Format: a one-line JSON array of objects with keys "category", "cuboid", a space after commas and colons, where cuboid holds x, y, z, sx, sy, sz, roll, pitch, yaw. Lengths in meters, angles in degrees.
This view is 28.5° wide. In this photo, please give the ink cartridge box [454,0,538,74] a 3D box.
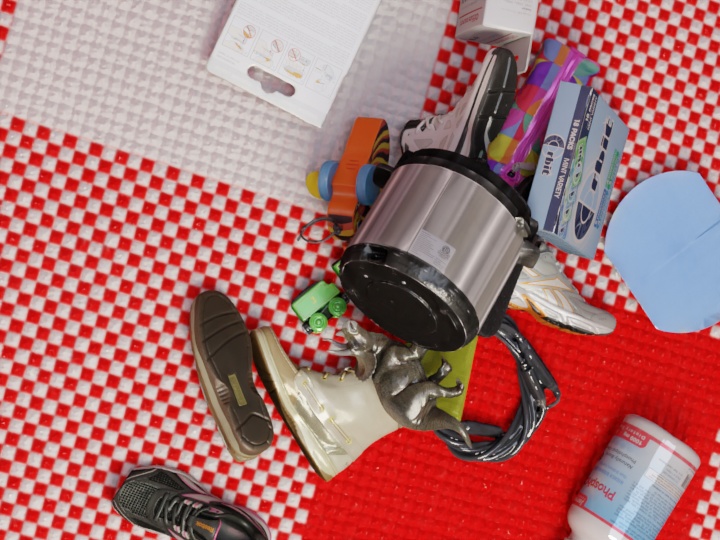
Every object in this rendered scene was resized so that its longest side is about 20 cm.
[{"category": "ink cartridge box", "cuboid": [0.167, -0.336, 1.688, 0.066, 0.116, 0.203, 9, 89, -13]}]

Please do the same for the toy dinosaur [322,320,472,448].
[{"category": "toy dinosaur", "cuboid": [0.056, 0.130, 1.625, 0.102, 0.077, 0.201, -37, 83, 3]}]

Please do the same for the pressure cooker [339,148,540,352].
[{"category": "pressure cooker", "cuboid": [0.092, -0.034, 1.554, 0.176, 0.177, 0.201, 47, 61, -32]}]

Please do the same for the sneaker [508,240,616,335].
[{"category": "sneaker", "cuboid": [0.233, 0.017, 1.740, 0.198, 0.076, 0.093, 22, 83, -14]}]

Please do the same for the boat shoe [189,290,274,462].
[{"category": "boat shoe", "cuboid": [-0.163, 0.126, 1.652, 0.071, 0.076, 0.202, -5, 71, -31]}]

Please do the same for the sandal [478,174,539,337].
[{"category": "sandal", "cuboid": [0.164, -0.022, 1.669, 0.075, 0.045, 0.202, 20, 92, -49]}]

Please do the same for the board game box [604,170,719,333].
[{"category": "board game box", "cuboid": [0.397, -0.022, 1.794, 0.157, 0.039, 0.201, -36, 94, -4]}]

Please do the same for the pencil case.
[{"category": "pencil case", "cuboid": [0.214, -0.180, 1.720, 0.088, 0.088, 0.202, 29, 84, -12]}]

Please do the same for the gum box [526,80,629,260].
[{"category": "gum box", "cuboid": [0.258, -0.114, 1.683, 0.044, 0.200, 0.172, 15, 88, 23]}]

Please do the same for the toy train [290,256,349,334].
[{"category": "toy train", "cuboid": [0.000, 0.000, 1.702, 0.199, 0.042, 0.057, -40, 89, -9]}]

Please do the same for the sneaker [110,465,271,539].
[{"category": "sneaker", "cuboid": [-0.188, 0.285, 1.643, 0.198, 0.086, 0.081, 20, 86, -12]}]

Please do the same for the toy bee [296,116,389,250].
[{"category": "toy bee", "cuboid": [-0.016, -0.079, 1.666, 0.200, 0.130, 0.109, -45, 142, -24]}]

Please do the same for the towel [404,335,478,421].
[{"category": "towel", "cuboid": [0.097, 0.075, 1.675, 0.085, 0.018, 0.203, 12, 76, 5]}]

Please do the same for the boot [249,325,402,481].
[{"category": "boot", "cuboid": [-0.030, 0.127, 1.683, 0.154, 0.072, 0.202, -31, 99, -12]}]

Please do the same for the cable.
[{"category": "cable", "cuboid": [0.143, 0.135, 1.735, 0.163, 0.051, 0.201, -38, 107, -3]}]

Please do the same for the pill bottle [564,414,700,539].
[{"category": "pill bottle", "cuboid": [0.324, 0.288, 1.749, 0.108, 0.109, 0.201, 34, 84, -12]}]

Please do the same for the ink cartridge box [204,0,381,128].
[{"category": "ink cartridge box", "cuboid": [-0.074, -0.294, 1.678, 0.161, 0.050, 0.202, 25, 95, -13]}]

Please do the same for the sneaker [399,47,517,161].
[{"category": "sneaker", "cuboid": [0.104, -0.178, 1.665, 0.115, 0.075, 0.203, 28, 110, 28]}]
